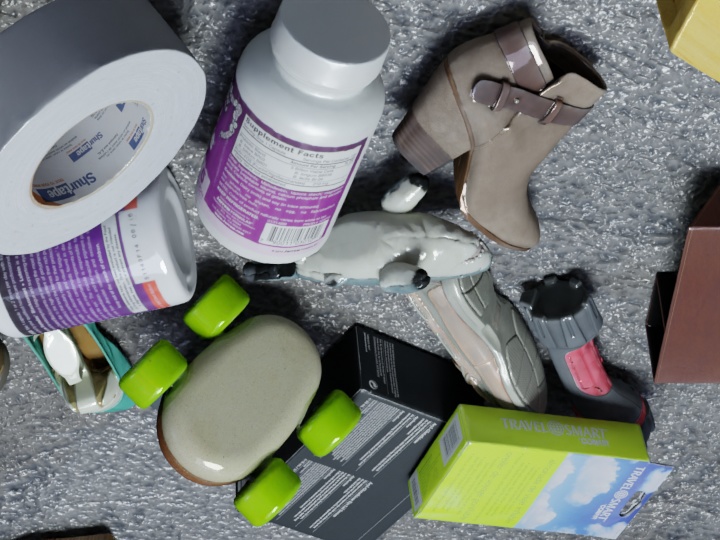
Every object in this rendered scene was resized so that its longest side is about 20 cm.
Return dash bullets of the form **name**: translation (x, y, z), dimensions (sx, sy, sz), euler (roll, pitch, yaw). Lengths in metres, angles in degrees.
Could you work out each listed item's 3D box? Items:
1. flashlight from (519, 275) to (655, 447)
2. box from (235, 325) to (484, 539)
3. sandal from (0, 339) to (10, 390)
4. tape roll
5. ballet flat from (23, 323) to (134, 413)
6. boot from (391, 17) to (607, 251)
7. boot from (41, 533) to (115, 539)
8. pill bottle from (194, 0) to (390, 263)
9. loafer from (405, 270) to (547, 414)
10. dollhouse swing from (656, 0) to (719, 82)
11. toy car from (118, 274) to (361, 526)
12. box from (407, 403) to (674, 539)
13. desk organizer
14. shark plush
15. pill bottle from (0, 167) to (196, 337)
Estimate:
- **flashlight**: translation (0.202, 0.085, 1.778), dimensions (0.067, 0.068, 0.201), euler (-34, 136, -7)
- **box**: translation (-0.002, 0.153, 1.822), dimensions (0.140, 0.079, 0.200), euler (24, 130, -26)
- **sandal**: translation (-0.347, 0.125, 1.772), dimensions (0.054, 0.082, 0.200), euler (4, 135, -44)
- **tape roll**: translation (-0.206, -0.103, 1.442), dimensions (0.200, 0.066, 0.201), euler (-36, 160, -15)
- **ballet flat**: translation (-0.239, 0.078, 1.718), dimensions (0.067, 0.071, 0.201), euler (-14, 138, 9)
- **boot**: translation (0.125, -0.103, 1.559), dimensions (0.146, 0.071, 0.200), euler (-36, 136, 21)
- **boot**: translation (-0.292, 0.335, 2.004), dimensions (0.153, 0.074, 0.201), euler (-12, 126, 6)
- **pill bottle**: translation (-0.047, -0.108, 1.499), dimensions (0.111, 0.113, 0.201), euler (9, 136, -16)
- **loafer**: translation (0.097, 0.054, 1.739), dimensions (0.062, 0.072, 0.200), euler (-8, 135, 28)
- **dollhouse swing**: translation (0.273, -0.241, 1.315), dimensions (0.181, 0.201, 0.176), euler (25, 130, -30)
- **toy car**: translation (-0.123, 0.124, 1.735), dimensions (0.164, 0.158, 0.200), euler (46, 153, -4)
- **box**: translation (0.155, 0.176, 1.780), dimensions (0.199, 0.048, 0.122), euler (8, 138, -22)
- **desk organizer**: translation (0.289, 0.007, 1.694), dimensions (0.076, 0.072, 0.201), euler (0, 138, -2)
- **shark plush**: translation (0.000, 0.000, 1.628), dimensions (0.199, 0.092, 0.083), euler (-20, 158, 20)
- **pill bottle**: translation (-0.236, -0.010, 1.589), dimensions (0.198, 0.112, 0.112), euler (-12, 138, 7)
